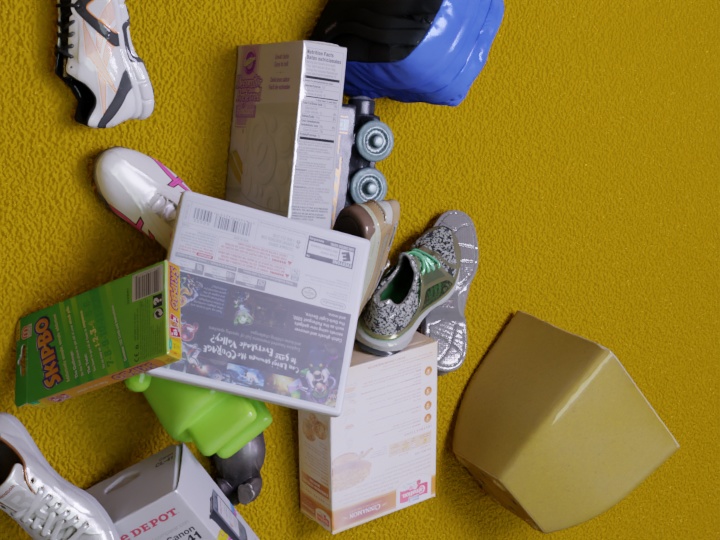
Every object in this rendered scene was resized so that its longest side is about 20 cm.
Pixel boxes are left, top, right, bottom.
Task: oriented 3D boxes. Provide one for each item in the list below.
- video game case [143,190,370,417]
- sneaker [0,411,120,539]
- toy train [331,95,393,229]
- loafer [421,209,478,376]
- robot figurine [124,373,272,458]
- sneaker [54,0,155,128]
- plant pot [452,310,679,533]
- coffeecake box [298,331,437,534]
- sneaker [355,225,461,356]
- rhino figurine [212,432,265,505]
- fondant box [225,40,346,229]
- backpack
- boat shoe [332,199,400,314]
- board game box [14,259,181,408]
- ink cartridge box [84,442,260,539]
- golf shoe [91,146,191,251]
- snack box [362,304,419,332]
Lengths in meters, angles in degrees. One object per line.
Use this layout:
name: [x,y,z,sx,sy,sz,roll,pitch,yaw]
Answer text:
video game case: [-0.098,0.034,1.302,0.198,0.023,0.184,15,74,-16]
sneaker: [-0.314,0.227,1.278,0.073,0.085,0.200,-45,87,8]
toy train: [-0.032,-0.098,1.493,0.113,0.085,0.202,5,96,-22]
loafer: [0.098,0.028,1.613,0.071,0.063,0.202,9,73,-10]
robot figurine: [-0.173,0.092,1.353,0.115,0.201,0.175,-39,161,9]
sneaker: [-0.268,-0.233,1.307,0.080,0.073,0.202,-27,111,-28]
plant pot: [0.234,0.205,1.656,0.200,0.195,0.195,-47,120,-12]
coffeecake box: [0.009,0.181,1.540,0.153,0.073,0.202,-13,113,-34]
sneaker: [0.063,0.006,1.516,0.200,0.076,0.089,-55,162,-39]
rhino figurine: [-0.132,0.168,1.454,0.059,0.087,0.202,4,93,4]
fondant box: [-0.082,-0.137,1.407,0.058,0.144,0.202,4,93,-33]
backpack: [0.066,-0.265,1.463,0.167,0.199,0.164,26,80,-35]
boat shoe: [0.000,0.000,1.448,0.076,0.201,0.072,-24,65,-35]
board game box: [-0.255,0.065,1.275,0.030,0.199,0.096,32,46,-52]
ink cartridge box: [-0.193,0.300,1.384,0.147,0.086,0.201,-29,119,11]
golf shoe: [-0.190,-0.056,1.374,0.200,0.092,0.073,44,73,-30]
snack box: [-0.014,0.080,1.557,0.199,0.024,0.073,-6,99,-35]
